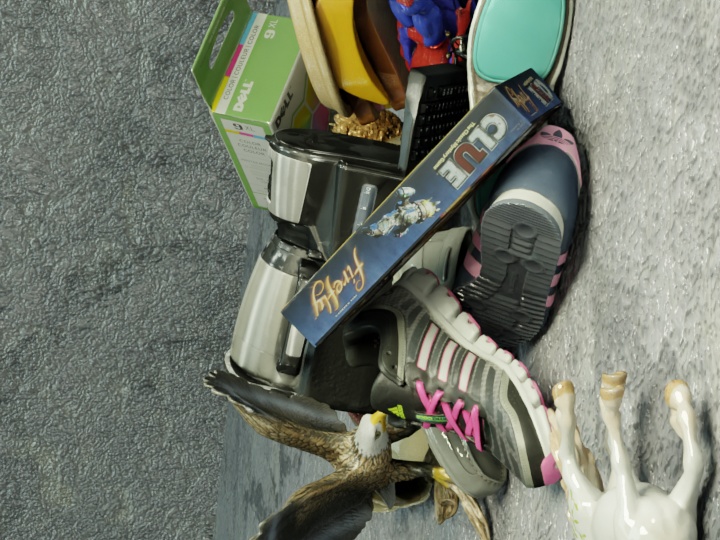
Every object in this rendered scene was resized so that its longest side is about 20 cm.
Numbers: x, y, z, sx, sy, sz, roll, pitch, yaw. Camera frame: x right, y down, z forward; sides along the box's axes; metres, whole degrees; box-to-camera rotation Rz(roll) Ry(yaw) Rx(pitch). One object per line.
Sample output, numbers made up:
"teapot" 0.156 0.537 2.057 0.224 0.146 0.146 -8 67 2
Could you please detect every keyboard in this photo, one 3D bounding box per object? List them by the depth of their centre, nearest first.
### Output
"keyboard" 0.080 -0.122 1.268 0.200 0.039 0.105 -24 -59 -67

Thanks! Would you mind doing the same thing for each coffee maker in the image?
"coffee maker" 0.000 0.000 1.398 0.135 0.191 0.202 39 119 58

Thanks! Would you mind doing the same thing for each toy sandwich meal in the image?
"toy sandwich meal" -0.010 -0.207 1.364 0.205 0.070 0.207 -12 -90 -83

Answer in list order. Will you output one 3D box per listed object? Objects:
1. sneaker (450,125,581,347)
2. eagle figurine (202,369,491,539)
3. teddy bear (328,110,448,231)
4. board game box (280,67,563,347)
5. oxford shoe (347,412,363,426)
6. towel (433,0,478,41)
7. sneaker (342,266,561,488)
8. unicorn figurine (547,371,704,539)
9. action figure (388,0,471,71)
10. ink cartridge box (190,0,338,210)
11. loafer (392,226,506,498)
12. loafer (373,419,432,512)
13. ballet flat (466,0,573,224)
"sneaker" 0.109 -0.018 1.170 0.200 0.070 0.082 110 -176 -62
"eagle figurine" -0.019 0.140 1.285 0.152 0.198 0.152 -132 38 -54
"teddy bear" 0.011 -0.040 1.496 0.067 0.144 0.201 -4 59 60
"board game box" 0.043 -0.043 1.144 0.200 0.035 0.135 -46 -2 19
"oxford shoe" 0.023 0.128 1.645 0.200 0.070 0.075 -107 1 -71
"towel" 0.035 -0.259 1.396 0.200 0.049 0.148 48 170 34
"sneaker" 0.054 0.081 1.155 0.200 0.087 0.074 49 159 39
"unicorn figurine" 0.136 0.125 0.891 0.200 0.073 0.139 -11 -84 -85
"action figure" 0.047 -0.185 1.305 0.052 0.065 0.200 -54 -29 -14
"ink cartridge box" -0.070 -0.141 1.451 0.200 0.059 0.104 68 -141 -57
"loafer" 0.075 0.063 1.277 0.069 0.070 0.202 -26 67 31
"loafer" 0.025 0.173 1.515 0.200 0.075 0.069 113 166 -61
"ballet flat" 0.107 -0.126 1.217 0.069 0.069 0.202 -123 38 -76
